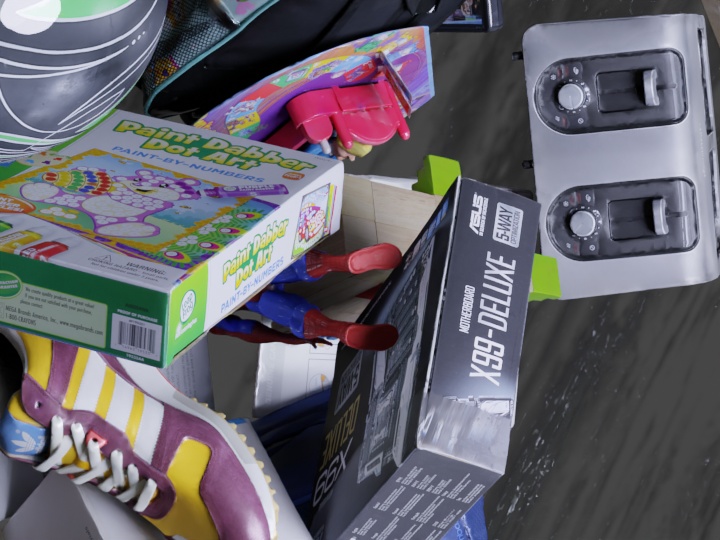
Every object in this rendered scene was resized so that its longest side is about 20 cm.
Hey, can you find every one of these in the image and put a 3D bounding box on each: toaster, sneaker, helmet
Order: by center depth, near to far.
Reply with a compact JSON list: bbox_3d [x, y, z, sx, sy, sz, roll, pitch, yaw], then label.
[{"bbox_3d":[-0.187,-0.143,1.063,0.200,0.200,0.192,16,60,-47],"label":"helmet"},{"bbox_3d":[-0.126,0.082,1.069,0.090,0.200,0.075,-23,150,-42],"label":"sneaker"},{"bbox_3d":[0.177,-0.078,1.487,0.200,0.118,0.182,-25,110,-77],"label":"toaster"}]

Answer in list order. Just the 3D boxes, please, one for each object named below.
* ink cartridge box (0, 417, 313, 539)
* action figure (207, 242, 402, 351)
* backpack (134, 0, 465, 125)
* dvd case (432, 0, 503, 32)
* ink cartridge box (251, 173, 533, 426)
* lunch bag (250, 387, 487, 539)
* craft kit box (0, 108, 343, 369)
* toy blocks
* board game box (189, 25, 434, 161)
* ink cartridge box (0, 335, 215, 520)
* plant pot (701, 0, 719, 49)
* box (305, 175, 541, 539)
[{"bbox_3d":[-0.128,0.190,1.179,0.128,0.200,0.126,-10,61,-45],"label":"ink cartridge box"},{"bbox_3d":[-0.045,0.009,1.202,0.052,0.200,0.066,-5,97,-35],"label":"action figure"},{"bbox_3d":[-0.029,-0.181,1.234,0.175,0.200,0.154,-7,79,-46],"label":"backpack"},{"bbox_3d":[0.017,-0.241,1.317,0.018,0.142,0.201,-21,110,-48],"label":"dvd case"},{"bbox_3d":[0.015,0.019,1.436,0.199,0.050,0.162,4,92,-29],"label":"ink cartridge box"},{"bbox_3d":[-0.028,0.145,1.318,0.199,0.136,0.133,-22,109,-35],"label":"lunch bag"},{"bbox_3d":[-0.137,-0.027,1.097,0.197,0.199,0.049,-38,138,-61],"label":"craft kit box"},{"bbox_3d":[0.000,0.000,1.318,0.199,0.136,0.100,11,65,-42],"label":"toy blocks"},{"bbox_3d":[-0.023,-0.071,1.262,0.200,0.157,0.039,75,-10,-77],"label":"board game box"},{"bbox_3d":[-0.181,0.044,1.182,0.200,0.084,0.145,-16,106,-45],"label":"ink cartridge box"},{"bbox_3d":[0.358,-0.240,1.666,0.177,0.199,0.200,-42,125,-23],"label":"plant pot"},{"bbox_3d":[0.028,0.069,1.163,0.050,0.200,0.158,18,59,-11],"label":"box"}]
